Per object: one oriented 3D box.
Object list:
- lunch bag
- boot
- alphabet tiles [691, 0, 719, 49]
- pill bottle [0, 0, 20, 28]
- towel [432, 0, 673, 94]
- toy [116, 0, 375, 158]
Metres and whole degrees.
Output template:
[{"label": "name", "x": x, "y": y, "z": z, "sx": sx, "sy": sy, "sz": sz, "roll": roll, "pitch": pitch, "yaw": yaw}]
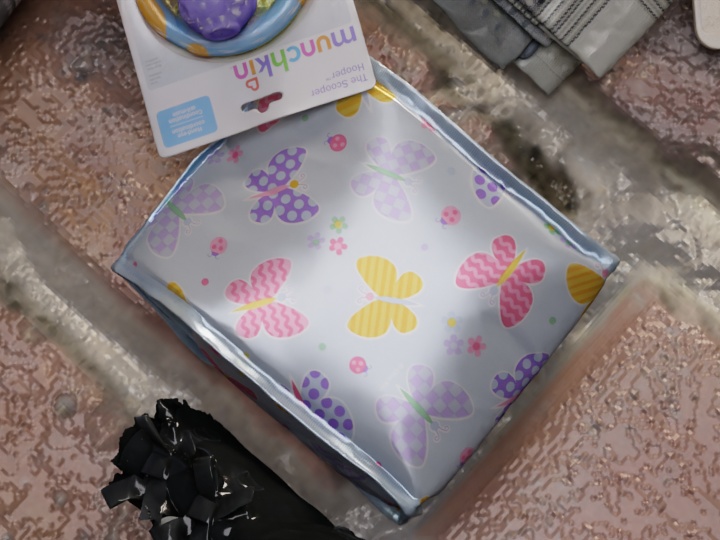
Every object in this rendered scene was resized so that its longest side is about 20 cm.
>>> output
[{"label": "lunch bag", "x": 0.000, "y": 0.000, "z": 1.129, "sx": 0.200, "sy": 0.127, "sz": 0.170, "roll": 39, "pitch": 81, "yaw": 1}, {"label": "boot", "x": -0.026, "y": 0.144, "z": 1.097, "sx": 0.162, "sy": 0.198, "sz": 0.074, "roll": 34, "pitch": 88, "yaw": 40}, {"label": "alphabet tiles", "x": 0.270, "y": -0.186, "z": 1.195, "sx": 0.194, "sy": 0.015, "sz": 0.202, "roll": -5, "pitch": 91, "yaw": -3}, {"label": "pill bottle", "x": -0.259, "y": -0.125, "z": 1.173, "sx": 0.113, "sy": 0.114, "sz": 0.201, "roll": 32, "pitch": 78, "yaw": 9}, {"label": "towel", "x": 0.104, "y": -0.207, "z": 1.144, "sx": 0.192, "sy": 0.035, "sz": 0.200, "roll": 39, "pitch": 106, "yaw": -25}, {"label": "toy", "x": -0.076, "y": -0.170, "z": 1.094, "sx": 0.114, "sy": 0.047, "sz": 0.202, "roll": -18, "pitch": 79, "yaw": 11}]
